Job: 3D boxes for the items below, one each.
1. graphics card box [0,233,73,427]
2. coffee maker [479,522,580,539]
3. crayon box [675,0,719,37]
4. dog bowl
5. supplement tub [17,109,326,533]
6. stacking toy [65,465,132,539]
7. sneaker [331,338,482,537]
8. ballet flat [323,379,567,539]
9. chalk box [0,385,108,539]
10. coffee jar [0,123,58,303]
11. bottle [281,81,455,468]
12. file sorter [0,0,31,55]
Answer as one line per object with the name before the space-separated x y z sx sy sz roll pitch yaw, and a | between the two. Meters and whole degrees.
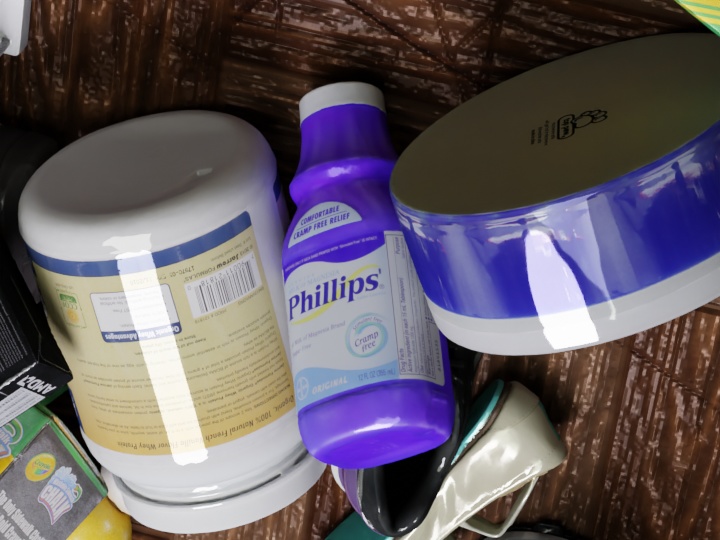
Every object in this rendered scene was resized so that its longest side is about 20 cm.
graphics card box | -0.266 0.056 1.519 0.200 0.051 0.126 -35 67 11
coffee maker | 0.074 0.272 1.621 0.134 0.200 0.192 31 121 0
crayon box | 0.229 -0.189 1.333 0.172 0.058 0.200 38 98 0
dog bowl | 0.118 -0.041 1.424 0.199 0.200 0.079 -13 114 23
supplement tub | -0.097 0.029 1.561 0.144 0.145 0.201 -4 118 19
stacking toy | -0.188 0.161 1.694 0.200 0.146 0.146 -38 105 14
sneaker | 0.043 0.049 1.539 0.075 0.088 0.201 11 105 -13
ballet flat | 0.046 0.143 1.635 0.069 0.070 0.200 40 123 -9
chalk box | -0.234 0.110 1.610 0.124 0.200 0.125 35 165 23
coffee jar | -0.267 -0.038 1.607 0.199 0.085 0.105 8 114 12
bottle | 0.000 0.000 1.496 0.083 0.201 0.065 -19 156 31
file sorter | -0.285 -0.177 1.508 0.199 0.125 0.139 15 123 7
